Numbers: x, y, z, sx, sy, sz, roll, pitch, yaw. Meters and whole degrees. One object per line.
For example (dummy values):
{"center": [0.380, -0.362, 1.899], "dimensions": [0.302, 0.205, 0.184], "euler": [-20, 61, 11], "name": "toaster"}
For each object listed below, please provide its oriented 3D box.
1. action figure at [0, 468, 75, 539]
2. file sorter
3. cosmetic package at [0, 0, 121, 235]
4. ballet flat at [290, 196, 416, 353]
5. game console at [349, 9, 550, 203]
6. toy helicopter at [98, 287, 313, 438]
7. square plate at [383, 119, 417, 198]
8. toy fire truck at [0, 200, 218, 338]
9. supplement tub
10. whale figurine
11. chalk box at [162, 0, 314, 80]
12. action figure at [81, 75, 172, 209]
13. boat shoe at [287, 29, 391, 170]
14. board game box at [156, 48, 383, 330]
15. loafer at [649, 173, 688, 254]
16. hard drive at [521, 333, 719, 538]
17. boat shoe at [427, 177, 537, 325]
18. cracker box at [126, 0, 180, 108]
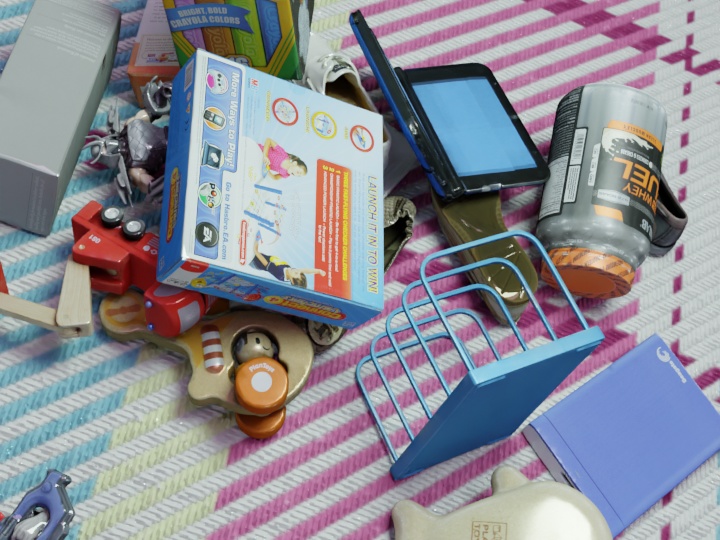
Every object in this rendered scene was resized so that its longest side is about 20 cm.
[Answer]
{"center": [-0.250, 0.263, 0.872], "dimensions": [0.193, 0.105, 0.200], "euler": [41, 83, 13], "name": "action figure"}
{"center": [0.093, 0.075, 1.029], "dimensions": [0.137, 0.201, 0.124], "euler": [-16, 66, -28], "name": "file sorter"}
{"center": [-0.289, -0.148, 1.058], "dimensions": [0.089, 0.107, 0.203], "euler": [16, 59, -11], "name": "cosmetic package"}
{"center": [0.000, 0.000, 1.111], "dimensions": [0.201, 0.046, 0.068], "euler": [-52, 124, -33], "name": "ballet flat"}
{"center": [0.091, -0.180, 1.190], "dimensions": [0.117, 0.171, 0.202], "euler": [-29, 51, 6], "name": "game console"}
{"center": [-0.135, 0.054, 1.028], "dimensions": [0.197, 0.079, 0.134], "euler": [18, 63, 4], "name": "toy helicopter"}
{"center": [-0.063, -0.118, 1.177], "dimensions": [0.197, 0.029, 0.201], "euler": [38, 55, 2], "name": "square plate"}
{"center": [-0.236, 0.011, 0.990], "dimensions": [0.198, 0.049, 0.141], "euler": [28, 53, 17], "name": "toy fire truck"}
{"center": [0.251, -0.082, 1.211], "dimensions": [0.120, 0.122, 0.204], "euler": [16, 73, -12], "name": "supplement tub"}
{"center": [0.123, 0.254, 1.016], "dimensions": [0.196, 0.104, 0.162], "euler": [2, 59, 8], "name": "whale figurine"}
{"center": [-0.114, -0.286, 1.038], "dimensions": [0.121, 0.201, 0.127], "euler": [2, 54, 6], "name": "chalk box"}
{"center": [-0.163, -0.121, 1.087], "dimensions": [0.196, 0.070, 0.132], "euler": [-5, 69, -17], "name": "action figure"}
{"center": [-0.025, -0.186, 1.168], "dimensions": [0.070, 0.070, 0.202], "euler": [-13, 63, -28], "name": "boat shoe"}
{"center": [-0.074, -0.068, 1.014], "dimensions": [0.193, 0.056, 0.204], "euler": [16, 61, -29], "name": "board game box"}
{"center": [0.315, -0.119, 1.306], "dimensions": [0.071, 0.063, 0.203], "euler": [-11, 67, -25], "name": "loafer"}
{"center": [0.271, 0.163, 1.154], "dimensions": [0.198, 0.025, 0.133], "euler": [-28, 75, -31], "name": "hard drive"}
{"center": [0.120, -0.040, 1.197], "dimensions": [0.072, 0.063, 0.203], "euler": [-19, 64, -17], "name": "boat shoe"}
{"center": [-0.148, -0.257, 1.178], "dimensions": [0.131, 0.058, 0.203], "euler": [4, 59, 8], "name": "cracker box"}
